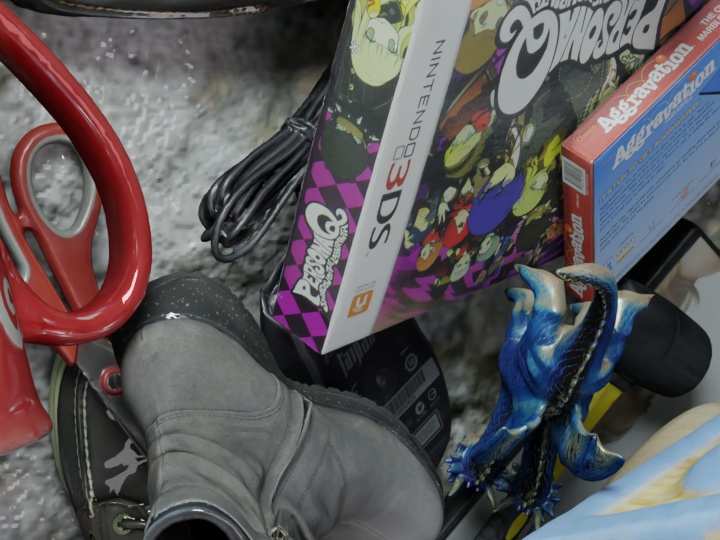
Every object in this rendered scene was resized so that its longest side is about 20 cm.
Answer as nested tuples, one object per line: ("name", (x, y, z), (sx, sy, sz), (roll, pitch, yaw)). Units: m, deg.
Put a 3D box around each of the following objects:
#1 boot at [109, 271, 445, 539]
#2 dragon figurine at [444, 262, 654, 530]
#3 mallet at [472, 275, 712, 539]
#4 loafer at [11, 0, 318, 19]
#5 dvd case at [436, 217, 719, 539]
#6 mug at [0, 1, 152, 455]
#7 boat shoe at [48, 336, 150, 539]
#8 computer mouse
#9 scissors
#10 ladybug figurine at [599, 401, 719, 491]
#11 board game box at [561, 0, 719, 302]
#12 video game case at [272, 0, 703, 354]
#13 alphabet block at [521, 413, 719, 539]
("boot", (-0.026, 0.101, 0.734), (0.070, 0.132, 0.200), (-34, 134, 20))
("dragon figurine", (0.080, 0.054, 0.795), (0.058, 0.200, 0.100), (13, 80, -5))
("mallet", (0.080, 0.089, 0.896), (0.200, 0.041, 0.066), (-49, 126, 1))
("loafer", (-0.038, -0.132, 0.730), (0.199, 0.072, 0.073), (-17, 118, -23))
("dvd case", (0.135, 0.090, 0.958), (0.200, 0.018, 0.143), (-50, 126, -2))
("mug", (-0.175, -0.035, 0.646), (0.177, 0.133, 0.201), (-17, 96, -60))
("boat shoe", (-0.080, 0.115, 0.815), (0.071, 0.066, 0.202), (-17, 116, -19))
("computer mouse", (0.000, 0.000, 0.833), (0.141, 0.046, 0.201), (-50, 133, -27))
("scissors", (-0.111, 0.036, 0.761), (0.073, 0.014, 0.201), (-24, 102, -27))
("ladybug figurine", (0.142, 0.160, 0.922), (0.135, 0.072, 0.201), (17, 105, -52))
("board game box", (0.159, -0.081, 0.851), (0.200, 0.019, 0.103), (-43, 151, -22))
("video game case", (0.062, -0.072, 0.774), (0.199, 0.036, 0.182), (-20, 137, -44))
("alphabet block", (0.216, 0.153, 0.765), (0.195, 0.196, 0.201), (-23, 93, -41))
